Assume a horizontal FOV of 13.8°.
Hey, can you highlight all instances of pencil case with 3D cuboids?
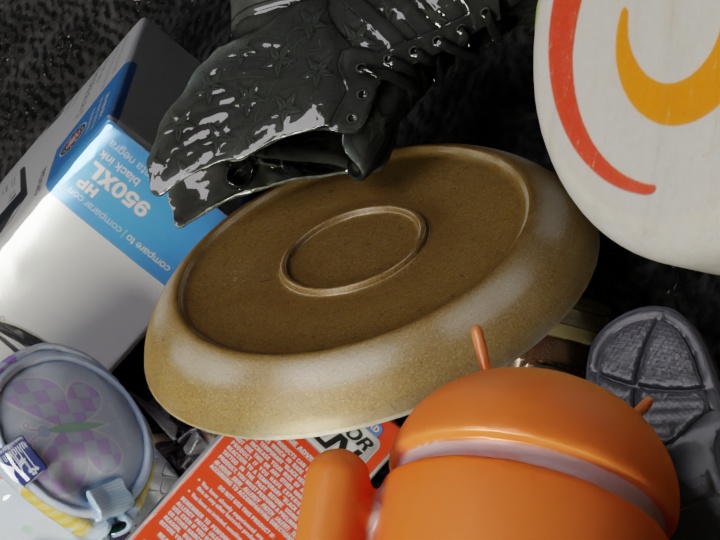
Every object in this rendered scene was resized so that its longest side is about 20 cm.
[{"bbox_3d":[-0.171,0.112,1.313,0.091,0.083,0.200,51,133,-1],"label":"pencil case"}]

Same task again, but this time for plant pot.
[{"bbox_3d":[0.000,0.000,1.233,0.199,0.028,0.200,-16,29,9],"label":"plant pot"}]

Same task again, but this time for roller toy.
[{"bbox_3d":[0.172,-0.084,1.151,0.183,0.139,0.201,-47,50,33],"label":"roller toy"}]

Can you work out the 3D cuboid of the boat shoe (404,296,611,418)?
[{"bbox_3d":[0.022,0.030,1.292,0.199,0.072,0.068,11,88,48],"label":"boat shoe"}]

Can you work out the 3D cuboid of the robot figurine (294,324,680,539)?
[{"bbox_3d":[0.056,0.123,1.097,0.143,0.117,0.201,2,62,26],"label":"robot figurine"}]

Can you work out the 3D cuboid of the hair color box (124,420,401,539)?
[{"bbox_3d":[-0.069,0.125,1.270,0.064,0.111,0.200,43,85,1],"label":"hair color box"}]

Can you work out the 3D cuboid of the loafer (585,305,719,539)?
[{"bbox_3d":[0.137,0.114,1.172,0.071,0.063,0.201,-16,66,18],"label":"loafer"}]

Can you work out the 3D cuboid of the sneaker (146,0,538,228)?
[{"bbox_3d":[0.008,-0.083,1.268,0.198,0.060,0.105,-6,65,13],"label":"sneaker"}]

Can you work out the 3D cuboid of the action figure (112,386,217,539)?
[{"bbox_3d":[-0.117,0.137,1.383,0.200,0.069,0.130,-50,41,11],"label":"action figure"}]

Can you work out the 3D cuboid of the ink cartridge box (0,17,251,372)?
[{"bbox_3d":[-0.141,-0.003,1.403,0.200,0.084,0.145,-47,14,19],"label":"ink cartridge box"}]
